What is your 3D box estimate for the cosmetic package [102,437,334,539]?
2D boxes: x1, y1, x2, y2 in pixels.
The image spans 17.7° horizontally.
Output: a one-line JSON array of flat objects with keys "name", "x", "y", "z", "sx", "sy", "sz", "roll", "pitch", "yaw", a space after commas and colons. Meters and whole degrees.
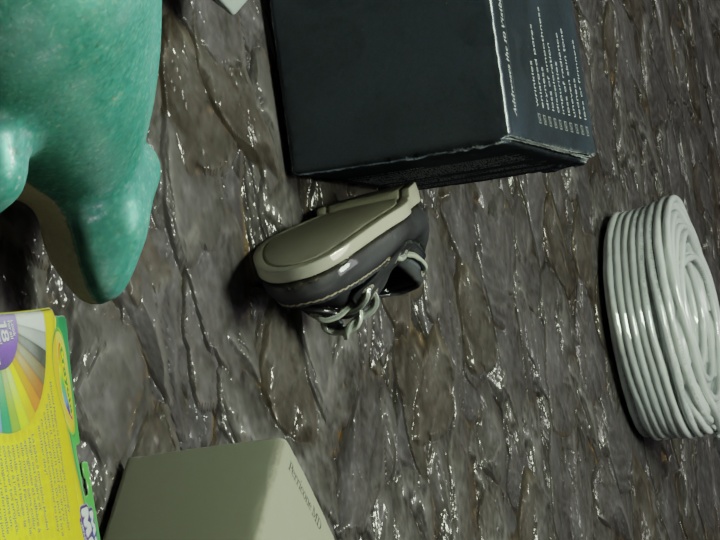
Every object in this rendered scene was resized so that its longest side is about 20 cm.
[{"name": "cosmetic package", "x": -0.061, "y": 0.170, "z": 0.873, "sx": 0.200, "sy": 0.073, "sz": 0.104, "roll": -77, "pitch": 152, "yaw": -48}]

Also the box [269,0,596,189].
[{"name": "box", "x": 0.037, "y": -0.151, "z": 1.252, "sx": 0.197, "sy": 0.124, "sz": 0.200, "roll": 4, "pitch": 78, "yaw": -73}]

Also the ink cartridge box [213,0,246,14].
[{"name": "ink cartridge box", "x": -0.048, "y": -0.223, "z": 0.985, "sx": 0.044, "sy": 0.174, "sz": 0.200, "roll": 41, "pitch": -1, "yaw": 28}]

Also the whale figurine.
[{"name": "whale figurine", "x": -0.105, "y": -0.080, "z": 0.810, "sx": 0.159, "sy": 0.104, "sz": 0.200, "roll": -82, "pitch": 155, "yaw": -44}]

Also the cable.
[{"name": "cable", "x": 0.253, "y": 0.041, "z": 1.916, "sx": 0.200, "sy": 0.069, "sz": 0.200, "roll": 51, "pitch": 34, "yaw": -56}]

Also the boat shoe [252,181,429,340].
[{"name": "boat shoe", "x": 0.000, "y": 0.000, "z": 1.149, "sx": 0.200, "sy": 0.073, "sz": 0.063, "roll": -41, "pitch": 117, "yaw": -75}]

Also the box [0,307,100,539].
[{"name": "box", "x": -0.138, "y": 0.073, "z": 0.728, "sx": 0.200, "sy": 0.048, "sz": 0.117, "roll": -2, "pitch": 83, "yaw": -70}]
